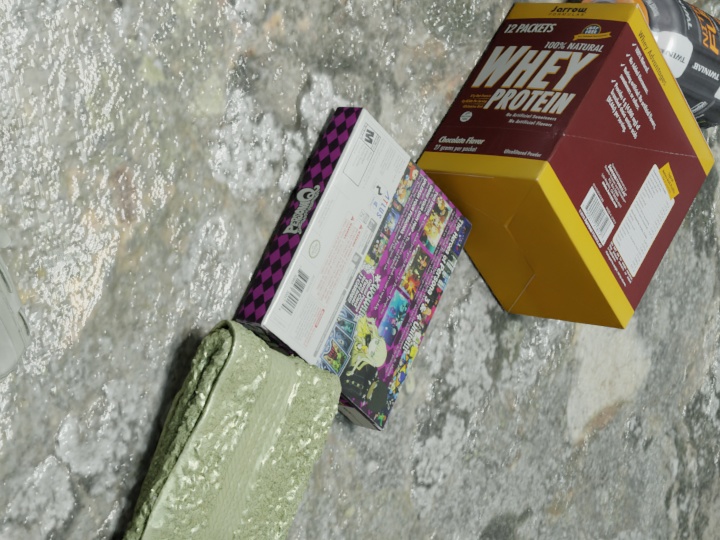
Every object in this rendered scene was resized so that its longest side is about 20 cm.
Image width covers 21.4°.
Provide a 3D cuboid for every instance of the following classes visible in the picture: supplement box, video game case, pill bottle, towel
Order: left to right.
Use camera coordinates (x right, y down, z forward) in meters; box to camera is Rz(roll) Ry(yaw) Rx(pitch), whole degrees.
[{"bbox_3d":[-0.094,0.151,1.434,0.148,0.036,0.201,30,80,-42],"label":"towel"},{"bbox_3d":[0.000,0.000,1.539,0.181,0.036,0.201,43,64,-44],"label":"video game case"},{"bbox_3d":[0.183,-0.094,1.663,0.201,0.132,0.198,-58,133,-26],"label":"supplement box"},{"bbox_3d":[0.278,-0.204,1.778,0.199,0.106,0.107,14,85,-49],"label":"pill bottle"}]

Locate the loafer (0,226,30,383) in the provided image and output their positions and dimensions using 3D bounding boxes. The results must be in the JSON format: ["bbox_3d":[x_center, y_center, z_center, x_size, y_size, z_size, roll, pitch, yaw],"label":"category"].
[{"bbox_3d":[-0.261,-0.017,1.215,0.070,0.070,0.201,-44,134,-42],"label":"loafer"}]
